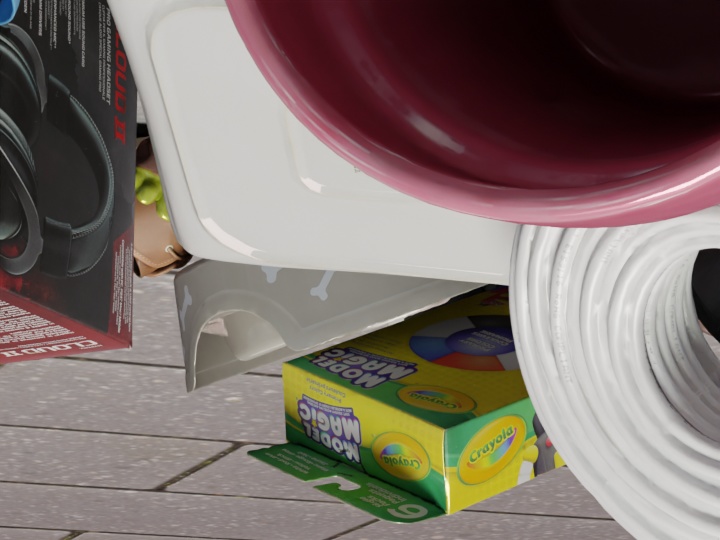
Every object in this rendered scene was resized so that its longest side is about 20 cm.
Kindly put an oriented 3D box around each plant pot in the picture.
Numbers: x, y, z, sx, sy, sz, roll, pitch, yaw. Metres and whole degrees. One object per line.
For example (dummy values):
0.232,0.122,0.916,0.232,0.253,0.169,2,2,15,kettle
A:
0.081,-0.112,0.650,0.199,0.201,0.179,-8,178,24,plant pot

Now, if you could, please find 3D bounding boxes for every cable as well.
0.146,0.020,0.792,0.200,0.200,0.069,-34,177,43,cable

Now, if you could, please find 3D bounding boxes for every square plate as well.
0.003,-0.056,0.864,0.197,0.029,0.200,6,144,13,square plate

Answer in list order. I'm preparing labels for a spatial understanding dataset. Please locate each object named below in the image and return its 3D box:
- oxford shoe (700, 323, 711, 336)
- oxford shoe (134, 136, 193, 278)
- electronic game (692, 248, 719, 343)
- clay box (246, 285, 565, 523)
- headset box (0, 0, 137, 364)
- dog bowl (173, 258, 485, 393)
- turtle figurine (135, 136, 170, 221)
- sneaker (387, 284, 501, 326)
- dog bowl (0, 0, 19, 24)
0.200,-0.032,1.046,0.073,0.071,0.200,15,136,-13,oxford shoe
-0.084,-0.031,1.098,0.199,0.072,0.071,-4,162,-5,oxford shoe
0.229,0.006,0.903,0.199,0.042,0.200,0,-153,0,electronic game
0.054,0.058,1.079,0.200,0.048,0.115,-17,-155,-39,clay box
-0.155,-0.054,0.872,0.077,0.149,0.200,-7,162,24,headset box
0.000,0.000,1.100,0.199,0.059,0.200,-19,178,-1,dog bowl
-0.028,-0.077,0.945,0.200,0.065,0.161,11,143,-39,turtle figurine
0.119,0.006,1.255,0.199,0.073,0.112,1,163,-37,sneaker
-0.148,-0.125,0.685,0.111,0.050,0.200,40,165,-20,dog bowl
